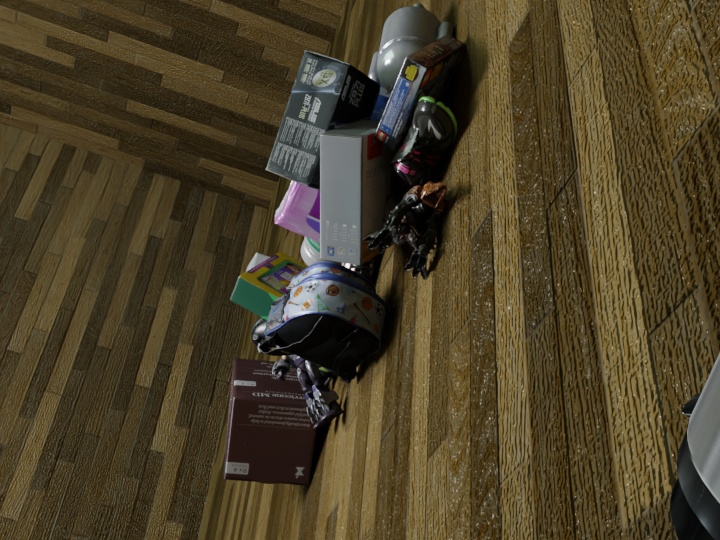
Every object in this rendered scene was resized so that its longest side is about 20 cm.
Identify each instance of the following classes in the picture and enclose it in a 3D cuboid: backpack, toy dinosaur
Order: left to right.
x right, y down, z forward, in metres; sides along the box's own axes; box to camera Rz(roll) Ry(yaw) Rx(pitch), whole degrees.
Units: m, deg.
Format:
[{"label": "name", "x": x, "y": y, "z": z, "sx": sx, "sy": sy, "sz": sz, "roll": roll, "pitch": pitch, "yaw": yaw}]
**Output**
[{"label": "backpack", "x": -0.045, "y": 0.079, "z": 1.447, "sx": 0.190, "sy": 0.197, "sz": 0.157, "roll": -25, "pitch": 49, "yaw": 57}, {"label": "toy dinosaur", "x": 0.077, "y": -0.079, "z": 1.289, "sx": 0.137, "sy": 0.101, "sz": 0.201, "roll": -61, "pitch": -16, "yaw": -24}]

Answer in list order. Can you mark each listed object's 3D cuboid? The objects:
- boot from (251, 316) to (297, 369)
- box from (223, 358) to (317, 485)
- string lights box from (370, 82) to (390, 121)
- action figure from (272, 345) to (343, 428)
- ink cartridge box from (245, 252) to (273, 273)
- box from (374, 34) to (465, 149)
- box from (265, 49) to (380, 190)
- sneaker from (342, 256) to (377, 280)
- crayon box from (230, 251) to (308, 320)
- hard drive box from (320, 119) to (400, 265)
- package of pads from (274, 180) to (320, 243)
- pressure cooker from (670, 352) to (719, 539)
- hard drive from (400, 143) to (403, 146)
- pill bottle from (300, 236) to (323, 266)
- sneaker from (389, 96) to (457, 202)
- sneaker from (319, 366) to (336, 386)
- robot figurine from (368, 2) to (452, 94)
[{"label": "boot", "x": -0.136, "y": 0.140, "z": 1.797, "sx": 0.169, "sy": 0.197, "sz": 0.077, "roll": -92, "pitch": -18, "yaw": -64}, {"label": "box", "x": -0.173, "y": 0.287, "z": 1.711, "sx": 0.200, "sy": 0.163, "sz": 0.167, "roll": -118, "pitch": 35, "yaw": -73}, {"label": "string lights box", "x": 0.021, "y": -0.231, "z": 1.606, "sx": 0.103, "sy": 0.058, "sz": 0.203, "roll": 125, "pitch": 157, "yaw": -57}, {"label": "action figure", "x": -0.096, "y": 0.173, "z": 1.574, "sx": 0.130, "sy": 0.069, "sz": 0.202, "roll": -43, "pitch": 68, "yaw": 46}, {"label": "ink cartridge box", "x": -0.158, "y": 0.041, "z": 1.946, "sx": 0.147, "sy": 0.197, "sz": 0.085, "roll": 143, "pitch": 143, "yaw": -70}, {"label": "box", "x": 0.095, "y": -0.284, "z": 1.399, "sx": 0.200, "sy": 0.039, "sz": 0.138, "roll": -45, "pitch": -18, "yaw": -58}, {"label": "box", "x": -0.057, "y": -0.239, "z": 1.470, "sx": 0.163, "sy": 0.085, "sz": 0.203, "roll": 4, "pitch": -74, "yaw": -70}, {"label": "sneaker", "x": 0.000, "y": 0.000, "z": 1.612, "sx": 0.087, "sy": 0.079, "sz": 0.203, "roll": -116, "pitch": 35, "yaw": -56}, {"label": "crayon box", "x": -0.129, "y": 0.048, "z": 1.714, "sx": 0.059, "sy": 0.171, "sz": 0.200, "roll": -65, "pitch": -11, "yaw": 21}, {"label": "hard drive box", "x": 0.001, "y": -0.129, "z": 1.435, "sx": 0.156, "sy": 0.075, "sz": 0.204, "roll": -34, "pitch": -52, "yaw": -59}, {"label": "package of pads", "x": -0.052, "y": -0.111, "z": 1.659, "sx": 0.076, "sy": 0.197, "sz": 0.122, "roll": -83, "pitch": 18, "yaw": -60}, {"label": "pressure cooker", "x": 0.196, "y": 0.058, "z": 0.282, "sx": 0.175, "sy": 0.177, "sz": 0.203, "roll": -10, "pitch": -58, "yaw": -55}, {"label": "hard drive", "x": 0.076, "y": -0.229, "z": 1.599, "sx": 0.135, "sy": 0.042, "sz": 0.203, "roll": 121, "pitch": 161, "yaw": -53}, {"label": "pill bottle", "x": -0.052, "y": -0.095, "z": 1.851, "sx": 0.114, "sy": 0.111, "sz": 0.201, "roll": -85, "pitch": 16, "yaw": -44}, {"label": "sneaker", "x": 0.091, "y": -0.176, "z": 1.350, "sx": 0.084, "sy": 0.076, "sz": 0.201, "roll": -56, "pitch": -11, "yaw": -38}, {"label": "sneaker", "x": -0.051, "y": 0.151, "z": 1.636, "sx": 0.201, "sy": 0.069, "sz": 0.084, "roll": 111, "pitch": 165, "yaw": -49}, {"label": "robot figurine", "x": 0.088, "y": -0.384, "z": 1.572, "sx": 0.168, "sy": 0.113, "sz": 0.202, "roll": -21, "pitch": 42, "yaw": 31}]
